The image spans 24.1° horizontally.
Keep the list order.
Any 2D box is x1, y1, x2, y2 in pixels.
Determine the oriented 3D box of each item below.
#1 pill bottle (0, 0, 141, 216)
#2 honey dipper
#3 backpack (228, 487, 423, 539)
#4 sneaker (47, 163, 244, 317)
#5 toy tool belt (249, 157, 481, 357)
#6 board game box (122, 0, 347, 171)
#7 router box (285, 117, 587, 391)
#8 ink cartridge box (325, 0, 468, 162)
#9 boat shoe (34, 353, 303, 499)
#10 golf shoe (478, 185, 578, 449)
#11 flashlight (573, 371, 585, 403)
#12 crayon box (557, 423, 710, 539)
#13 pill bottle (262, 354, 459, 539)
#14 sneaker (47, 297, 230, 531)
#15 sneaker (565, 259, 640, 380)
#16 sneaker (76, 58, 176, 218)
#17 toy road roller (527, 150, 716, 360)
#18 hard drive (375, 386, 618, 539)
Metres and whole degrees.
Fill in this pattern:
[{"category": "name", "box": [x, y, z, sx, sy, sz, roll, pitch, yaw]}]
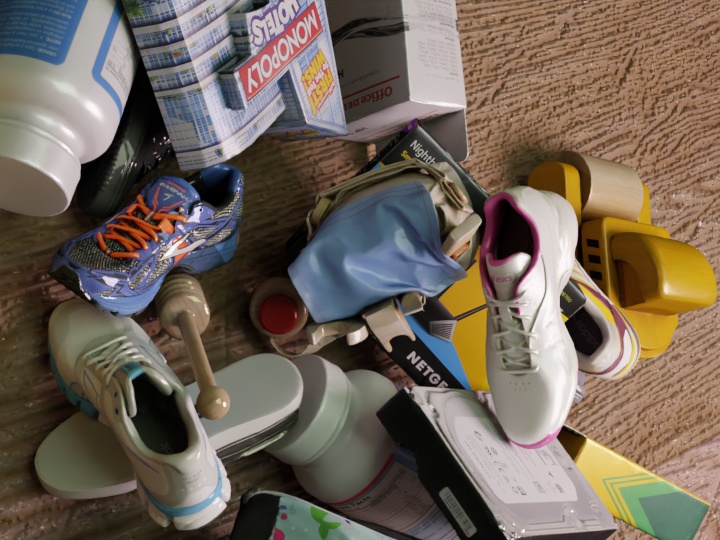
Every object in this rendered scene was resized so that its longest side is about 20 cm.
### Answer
[{"category": "pill bottle", "box": [-0.215, -0.144, 1.183, 0.112, 0.112, 0.200, 33, 58, -32]}, {"category": "honey dipper", "box": [-0.116, 0.052, 1.180, 0.038, 0.200, 0.038, -5, 111, -12]}, {"category": "backpack", "box": [-0.004, 0.254, 1.185, 0.199, 0.178, 0.151, 13, 57, 0]}, {"category": "sneaker", "box": [-0.151, -0.031, 1.210, 0.075, 0.079, 0.200, 31, 31, 15]}, {"category": "toy tool belt", "box": [0.000, 0.000, 1.263, 0.125, 0.200, 0.123, 58, 7, -12]}, {"category": "board game box", "box": [-0.080, -0.165, 1.252, 0.200, 0.062, 0.200, -54, 133, -51]}, {"category": "router box", "box": [0.060, 0.000, 1.357, 0.200, 0.149, 0.051, 44, 8, -11]}, {"category": "ink cartridge box", "box": [0.021, -0.179, 1.406, 0.068, 0.116, 0.201, 4, 75, -42]}, {"category": "boat shoe", "box": [-0.132, 0.124, 1.202, 0.200, 0.064, 0.071, -18, 53, -18]}, {"category": "golf shoe", "box": [0.117, 0.032, 1.267, 0.091, 0.075, 0.201, 19, 68, -58]}, {"category": "flashlight", "box": [0.112, 0.058, 1.465, 0.200, 0.068, 0.068, 35, 31, -30]}, {"category": "crayon box", "box": [0.191, 0.170, 1.460, 0.200, 0.126, 0.052, 30, 86, -33]}, {"category": "pill bottle", "box": [0.018, 0.145, 1.322, 0.200, 0.109, 0.109, 34, 58, -32]}, {"category": "sneaker", "box": [-0.152, 0.077, 1.142, 0.075, 0.087, 0.200, -30, 57, -20]}, {"category": "sneaker", "box": [0.156, 0.012, 1.446, 0.200, 0.075, 0.090, 43, 9, 23]}, {"category": "sneaker", "box": [-0.139, -0.110, 1.279, 0.104, 0.060, 0.200, 31, 57, -30]}, {"category": "toy road roller", "box": [0.245, -0.017, 1.549, 0.123, 0.146, 0.201, 9, 73, -41]}, {"category": "hard drive", "box": [0.108, 0.152, 1.275, 0.200, 0.038, 0.140, 12, 39, -58]}]
